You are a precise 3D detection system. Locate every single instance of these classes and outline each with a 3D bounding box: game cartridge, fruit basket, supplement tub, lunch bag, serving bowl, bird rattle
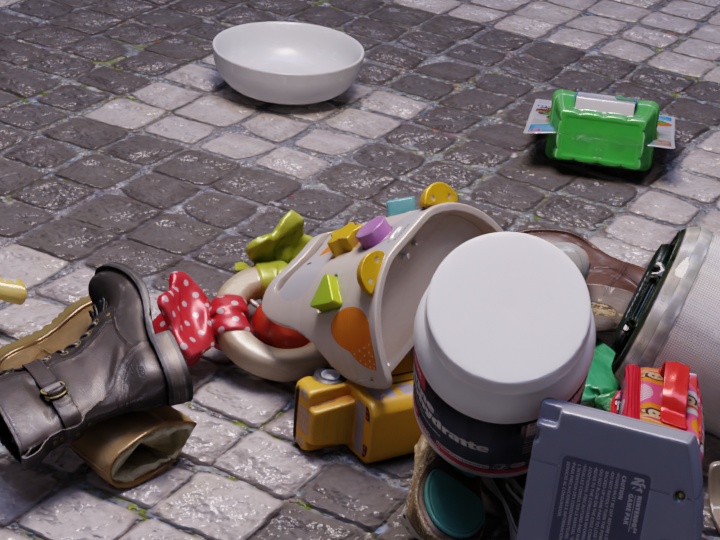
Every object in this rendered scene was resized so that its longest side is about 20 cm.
[{"bbox_3d":[0.180,0.202,1.346,0.132,0.202,0.041,15,17,20],"label":"game cartridge"},{"bbox_3d":[0.301,-0.188,2.282,0.184,0.094,0.200,9,23,8],"label":"fruit basket"},{"bbox_3d":[0.110,0.068,1.436,0.139,0.200,0.141,-1,65,1],"label":"supplement tub"},{"bbox_3d":[0.231,0.159,1.449,0.081,0.178,0.200,10,17,6],"label":"lunch bag"},{"bbox_3d":[-0.095,-0.261,2.393,0.198,0.066,0.200,3,26,-2],"label":"serving bowl"},{"bbox_3d":[-0.092,0.038,1.740,0.163,0.113,0.200,34,39,19],"label":"bird rattle"}]

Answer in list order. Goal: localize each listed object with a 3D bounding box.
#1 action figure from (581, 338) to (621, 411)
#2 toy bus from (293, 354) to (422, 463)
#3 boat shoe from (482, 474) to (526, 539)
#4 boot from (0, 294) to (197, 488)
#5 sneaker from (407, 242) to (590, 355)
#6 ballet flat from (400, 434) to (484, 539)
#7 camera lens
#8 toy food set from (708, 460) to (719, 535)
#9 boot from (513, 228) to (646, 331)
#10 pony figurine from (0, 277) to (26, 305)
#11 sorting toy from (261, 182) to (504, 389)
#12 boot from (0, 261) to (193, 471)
[{"bbox_3d":[0.202,0.093,1.733,0.117,0.055,0.200,-4,23,-21],"label":"action figure"},{"bbox_3d":[0.041,0.120,1.642,0.199,0.066,0.078,-10,31,-28],"label":"toy bus"},{"bbox_3d":[0.145,0.166,1.557,0.071,0.071,0.200,-1,27,-11],"label":"boat shoe"},{"bbox_3d":[-0.216,0.106,1.637,0.199,0.067,0.175,26,46,38],"label":"boot"},{"bbox_3d":[0.129,0.028,1.704,0.199,0.076,0.092,-25,-5,-10],"label":"sneaker"},{"bbox_3d":[0.066,0.187,1.516,0.070,0.065,0.200,38,23,-6],"label":"ballet flat"},{"bbox_3d":[0.334,0.066,1.635,0.199,0.161,0.160,27,29,5],"label":"camera lens"},{"bbox_3d":[0.380,0.218,1.501,0.142,0.061,0.200,1,26,-8],"label":"toy food set"},{"bbox_3d":[0.211,0.013,1.840,0.185,0.065,0.200,13,14,12],"label":"boot"},{"bbox_3d":[-0.446,-0.006,1.752,0.199,0.168,0.193,3,29,-40],"label":"pony figurine"},{"bbox_3d":[0.000,0.000,1.661,0.179,0.107,0.200,0,39,47],"label":"sorting toy"},{"bbox_3d":[-0.251,0.077,1.566,0.173,0.070,0.200,-18,39,-20],"label":"boot"}]
